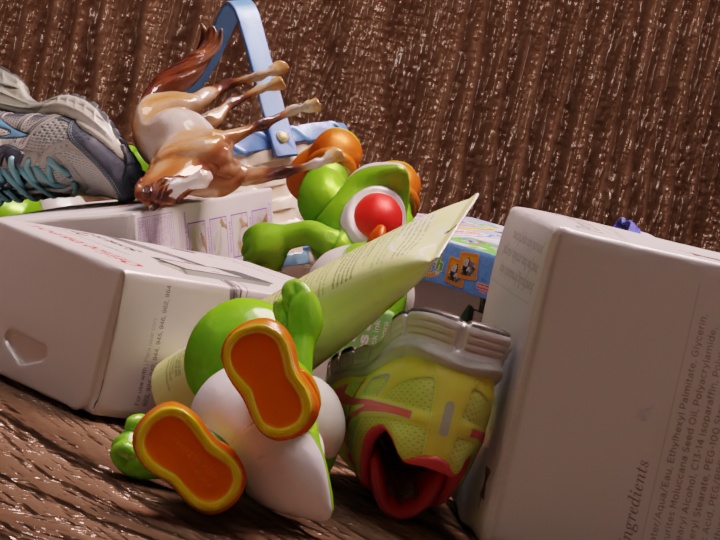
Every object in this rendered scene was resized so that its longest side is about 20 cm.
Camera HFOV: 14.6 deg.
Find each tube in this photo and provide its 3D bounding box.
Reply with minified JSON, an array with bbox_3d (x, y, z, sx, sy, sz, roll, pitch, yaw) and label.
[{"bbox_3d":[-0.023,0.025,1.451,0.200,0.058,0.052,-34,-38,29],"label":"tube"}]

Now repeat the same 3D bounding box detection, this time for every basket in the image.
[{"bbox_3d":[-0.080,-0.066,1.957,0.138,0.201,0.176,-6,-24,-21],"label":"basket"}]

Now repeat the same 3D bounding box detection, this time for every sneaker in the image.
[{"bbox_3d":[-0.218,-0.069,1.835,0.200,0.086,0.078,21,-31,43],"label":"sneaker"},{"bbox_3d":[0.019,0.086,1.435,0.078,0.091,0.200,13,-19,-6],"label":"sneaker"}]

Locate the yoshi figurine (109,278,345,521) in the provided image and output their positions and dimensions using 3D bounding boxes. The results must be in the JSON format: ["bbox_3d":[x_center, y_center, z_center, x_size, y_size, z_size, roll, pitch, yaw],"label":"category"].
[{"bbox_3d":[-0.059,0.057,1.347,0.112,0.113,0.200,6,-2,7],"label":"yoshi figurine"}]

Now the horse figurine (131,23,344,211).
[{"bbox_3d":[-0.096,-0.089,1.772,0.132,0.050,0.200,-20,31,-10],"label":"horse figurine"}]

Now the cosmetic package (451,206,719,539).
[{"bbox_3d":[0.163,0.071,1.453,0.199,0.166,0.165,13,3,-6],"label":"cosmetic package"}]

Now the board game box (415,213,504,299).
[{"bbox_3d":[0.094,-0.007,2.010,0.151,0.037,0.199,3,9,-44],"label":"board game box"}]

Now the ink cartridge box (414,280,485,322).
[{"bbox_3d":[0.142,0.064,2.021,0.146,0.085,0.200,8,6,-42],"label":"ink cartridge box"}]

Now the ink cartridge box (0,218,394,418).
[{"bbox_3d":[-0.105,0.035,1.602,0.199,0.084,0.145,10,6,-41],"label":"ink cartridge box"}]

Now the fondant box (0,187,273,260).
[{"bbox_3d":[-0.159,-0.013,1.788,0.144,0.059,0.200,-4,6,24],"label":"fondant box"}]

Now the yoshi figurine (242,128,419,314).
[{"bbox_3d":[-0.011,0.009,1.758,0.112,0.112,0.200,-13,34,9],"label":"yoshi figurine"}]

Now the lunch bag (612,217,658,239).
[{"bbox_3d":[0.194,0.060,1.727,0.170,0.124,0.200,39,0,-2],"label":"lunch bag"}]

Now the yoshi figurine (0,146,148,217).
[{"bbox_3d":[-0.185,-0.033,2.083,0.199,0.113,0.112,11,-11,-11],"label":"yoshi figurine"}]
